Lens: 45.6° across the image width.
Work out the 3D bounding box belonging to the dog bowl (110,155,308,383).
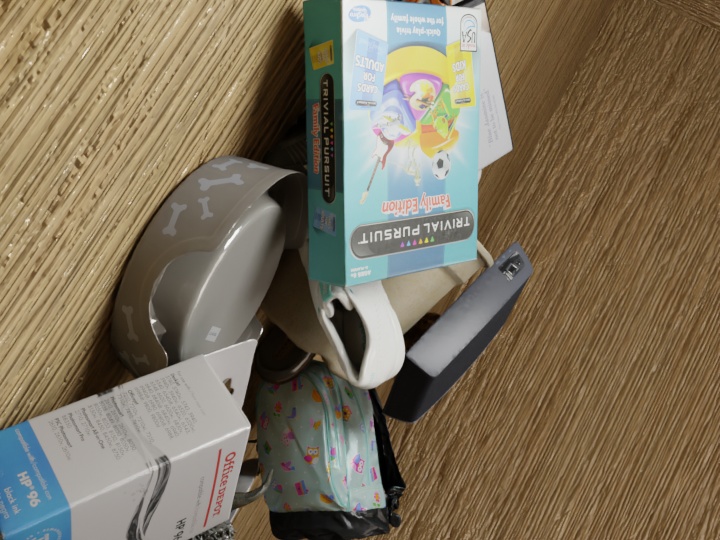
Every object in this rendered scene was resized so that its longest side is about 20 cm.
[{"bbox_3d":[-0.110,0.006,0.643,0.202,0.058,0.201,-58,167,-21],"label":"dog bowl"}]

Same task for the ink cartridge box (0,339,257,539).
[{"bbox_3d":[-0.143,0.132,0.559,0.198,0.068,0.117,-20,145,-34],"label":"ink cartridge box"}]

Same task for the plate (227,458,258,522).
[{"bbox_3d":[-0.184,0.318,1.013,0.201,0.032,0.200,-60,-178,-5],"label":"plate"}]

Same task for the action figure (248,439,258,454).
[{"bbox_3d":[-0.072,0.190,1.129,0.200,0.100,0.121,-27,130,-72],"label":"action figure"}]

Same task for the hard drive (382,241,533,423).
[{"bbox_3d":[0.106,0.069,0.901,0.200,0.042,0.136,-42,161,-33],"label":"hard drive"}]

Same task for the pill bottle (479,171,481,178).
[{"bbox_3d":[0.087,-0.077,1.199,0.115,0.113,0.202,-50,163,-45],"label":"pill bottle"}]

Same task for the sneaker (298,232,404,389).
[{"bbox_3d":[-0.019,0.002,0.729,0.074,0.203,0.088,-23,176,20],"label":"sneaker"}]

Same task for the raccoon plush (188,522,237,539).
[{"bbox_3d":[-0.183,0.223,0.617,0.200,0.133,0.098,-50,165,-48],"label":"raccoon plush"}]

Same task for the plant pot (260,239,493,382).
[{"bbox_3d":[0.000,0.000,0.855,0.184,0.200,0.200,-51,168,0],"label":"plant pot"}]

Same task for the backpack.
[{"bbox_3d":[-0.045,0.204,0.989,0.126,0.165,0.204,12,71,-58],"label":"backpack"}]

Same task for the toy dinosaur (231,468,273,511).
[{"bbox_3d":[-0.178,0.260,0.874,0.200,0.077,0.103,-44,166,-30],"label":"toy dinosaur"}]

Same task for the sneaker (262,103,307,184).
[{"bbox_3d":[-0.013,-0.148,0.721,0.199,0.066,0.092,-36,118,-28],"label":"sneaker"}]

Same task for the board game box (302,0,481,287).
[{"bbox_3d":[0.029,-0.100,0.663,0.149,0.047,0.204,-11,105,-41],"label":"board game box"}]

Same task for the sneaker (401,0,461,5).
[{"bbox_3d":[0.087,-0.297,0.829,0.201,0.075,0.092,-61,179,36],"label":"sneaker"}]

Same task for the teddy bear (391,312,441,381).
[{"bbox_3d":[0.006,0.060,0.994,0.144,0.199,0.067,-37,130,-15],"label":"teddy bear"}]

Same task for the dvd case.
[{"bbox_3d":[0.051,-0.131,0.723,0.199,0.017,0.145,-33,119,-31],"label":"dvd case"}]

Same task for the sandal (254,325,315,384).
[{"bbox_3d":[-0.056,0.033,0.959,0.201,0.081,0.055,-52,144,-17],"label":"sandal"}]
